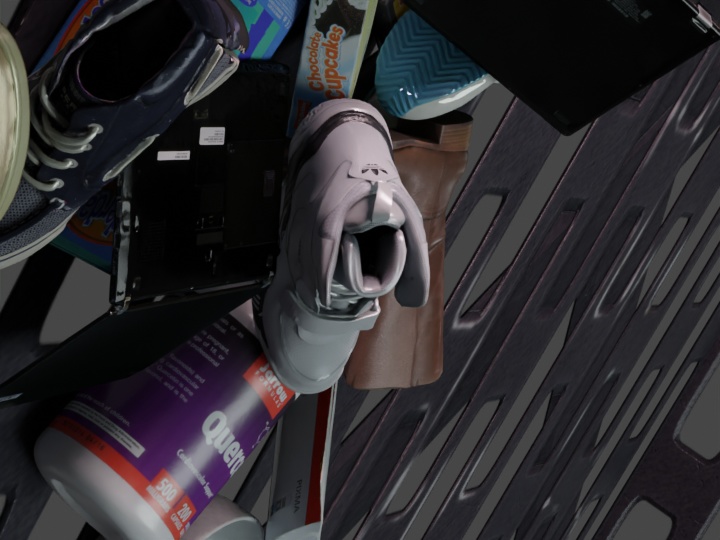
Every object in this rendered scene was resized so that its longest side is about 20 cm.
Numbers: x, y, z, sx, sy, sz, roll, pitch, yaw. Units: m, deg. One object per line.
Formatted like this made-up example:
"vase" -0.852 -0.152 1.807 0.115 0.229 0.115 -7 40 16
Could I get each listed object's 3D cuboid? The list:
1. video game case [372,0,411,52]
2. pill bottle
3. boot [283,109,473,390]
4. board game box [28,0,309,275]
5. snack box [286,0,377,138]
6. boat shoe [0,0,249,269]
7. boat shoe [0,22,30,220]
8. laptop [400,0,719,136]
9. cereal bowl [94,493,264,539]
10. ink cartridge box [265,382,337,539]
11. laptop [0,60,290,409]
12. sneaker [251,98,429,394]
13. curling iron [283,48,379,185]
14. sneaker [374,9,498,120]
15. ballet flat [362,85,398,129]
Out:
"video game case" 0.077 -0.214 1.311 0.201 0.025 0.181 -55 157 -16
"pill bottle" -0.113 0.082 1.228 0.200 0.112 0.113 -49 159 -19
"boot" 0.000 0.000 1.232 0.185 0.064 0.202 -9 116 -43
"board game box" -0.119 -0.101 1.030 0.201 0.045 0.152 -57 161 -2
"snack box" -0.004 -0.186 1.115 0.117 0.037 0.201 -75 179 -46
"boat shoe" -0.146 -0.072 0.902 0.200 0.075 0.093 -41 176 5
"boat shoe" -0.215 -0.031 0.881 0.065 0.072 0.201 -24 148 -57
"laptop" 0.144 -0.218 1.172 0.199 0.117 0.187 -33 131 29
"cereal bowl" -0.163 0.244 1.402 0.200 0.083 0.201 -47 159 -24
"ink cartridge box" -0.044 0.125 1.415 0.201 0.047 0.162 95 1 -61
"laptop" -0.128 -0.021 1.055 0.177 0.102 0.203 -12 107 -64
"sneaker" -0.014 0.009 1.118 0.074 0.115 0.202 1 122 -17
"curling iron" -0.018 -0.112 1.286 0.200 0.026 0.050 -50 -179 -32
"sneaker" 0.082 -0.154 1.262 0.200 0.076 0.081 -42 158 -32
"ballet flat" 0.015 -0.055 1.327 0.069 0.069 0.201 -40 165 -38
